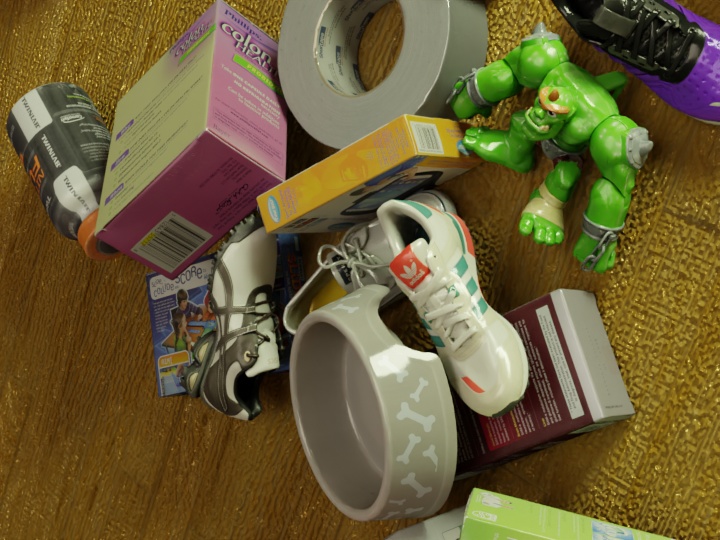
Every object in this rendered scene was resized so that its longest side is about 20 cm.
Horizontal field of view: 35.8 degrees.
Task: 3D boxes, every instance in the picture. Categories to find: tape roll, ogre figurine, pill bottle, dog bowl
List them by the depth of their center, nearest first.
[{"bbox_3d":[0.155,-0.109,0.894,0.120,0.097,0.202,-59,39,41],"label":"ogre figurine"},{"bbox_3d":[0.003,0.116,0.934,0.200,0.058,0.203,34,129,54],"label":"dog bowl"},{"bbox_3d":[0.017,-0.207,1.023,0.198,0.066,0.204,-2,87,39],"label":"tape roll"},{"bbox_3d":[-0.315,-0.108,1.257,0.106,0.106,0.201,-48,61,26],"label":"pill bottle"}]

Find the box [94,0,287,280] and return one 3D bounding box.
[{"bbox_3d":[-0.161,-0.127,1.090,0.175,0.096,0.202,-37,38,31],"label":"box"}]

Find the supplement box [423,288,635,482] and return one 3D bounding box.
[{"bbox_3d":[0.116,0.103,0.930,0.199,0.061,0.110,-27,71,34],"label":"supplement box"}]

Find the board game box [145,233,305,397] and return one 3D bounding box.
[{"bbox_3d":[-0.138,0.049,1.151,0.198,0.034,0.138,-14,79,36],"label":"board game box"}]

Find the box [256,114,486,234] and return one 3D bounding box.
[{"bbox_3d":[0.001,-0.077,0.993,0.199,0.118,0.042,-27,77,35],"label":"box"}]

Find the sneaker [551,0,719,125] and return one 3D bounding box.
[{"bbox_3d":[0.213,-0.176,0.841,0.200,0.099,0.070,44,115,32],"label":"sneaker"}]

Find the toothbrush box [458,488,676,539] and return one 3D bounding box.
[{"bbox_3d":[0.160,0.263,0.822,0.197,0.086,0.148,13,96,8],"label":"toothbrush box"}]

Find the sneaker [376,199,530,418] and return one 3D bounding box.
[{"bbox_3d":[0.063,0.025,0.886,0.070,0.093,0.202,-39,51,27],"label":"sneaker"}]

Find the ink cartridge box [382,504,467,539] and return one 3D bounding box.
[{"bbox_3d":[0.037,0.299,0.902,0.163,0.198,0.050,65,151,20],"label":"ink cartridge box"}]

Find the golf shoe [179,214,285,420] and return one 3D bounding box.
[{"bbox_3d":[-0.101,0.048,1.060,0.094,0.077,0.202,30,116,31],"label":"golf shoe"}]

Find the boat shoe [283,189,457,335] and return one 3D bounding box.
[{"bbox_3d":[-0.003,-0.004,1.014,0.201,0.086,0.075,-39,66,31],"label":"boat shoe"}]
